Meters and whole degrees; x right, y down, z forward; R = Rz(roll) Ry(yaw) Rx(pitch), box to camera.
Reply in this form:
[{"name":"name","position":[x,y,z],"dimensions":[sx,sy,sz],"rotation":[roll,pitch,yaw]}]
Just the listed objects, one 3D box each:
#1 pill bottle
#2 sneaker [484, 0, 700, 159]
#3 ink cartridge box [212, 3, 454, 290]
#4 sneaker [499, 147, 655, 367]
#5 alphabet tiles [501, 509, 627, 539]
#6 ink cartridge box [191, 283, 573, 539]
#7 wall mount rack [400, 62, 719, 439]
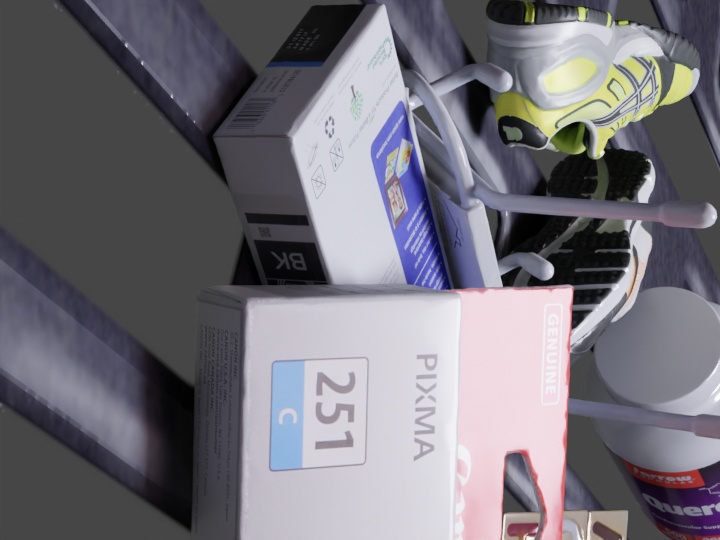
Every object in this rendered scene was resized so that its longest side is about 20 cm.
[{"name":"pill bottle","position":[0.205,0.091,1.104],"dimensions":[0.200,0.112,0.113],"rotation":[54,45,-53]},{"name":"sneaker","position":[0.120,-0.100,0.964],"dimensions":[0.200,0.075,0.076],"rotation":[-1,101,-55]},{"name":"ink cartridge box","position":[0.000,0.000,0.739],"dimensions":[0.099,0.039,0.200],"rotation":[-59,142,-46]},{"name":"sneaker","position":[0.121,0.010,0.961],"dimensions":[0.200,0.074,0.080],"rotation":[-52,140,-51]},{"name":"alphabet tiles","position":[0.102,0.226,0.940],"dimensions":[0.167,0.008,0.200],"rotation":[6,87,-41]},{"name":"ink cartridge box","position":[0.021,0.105,0.685],"dimensions":[0.176,0.045,0.200],"rotation":[-1,95,-32]},{"name":"wall mount rack","position":[0.084,-0.002,0.783],"dimensions":[0.075,0.174,0.200],"rotation":[-26,128,-12]}]
